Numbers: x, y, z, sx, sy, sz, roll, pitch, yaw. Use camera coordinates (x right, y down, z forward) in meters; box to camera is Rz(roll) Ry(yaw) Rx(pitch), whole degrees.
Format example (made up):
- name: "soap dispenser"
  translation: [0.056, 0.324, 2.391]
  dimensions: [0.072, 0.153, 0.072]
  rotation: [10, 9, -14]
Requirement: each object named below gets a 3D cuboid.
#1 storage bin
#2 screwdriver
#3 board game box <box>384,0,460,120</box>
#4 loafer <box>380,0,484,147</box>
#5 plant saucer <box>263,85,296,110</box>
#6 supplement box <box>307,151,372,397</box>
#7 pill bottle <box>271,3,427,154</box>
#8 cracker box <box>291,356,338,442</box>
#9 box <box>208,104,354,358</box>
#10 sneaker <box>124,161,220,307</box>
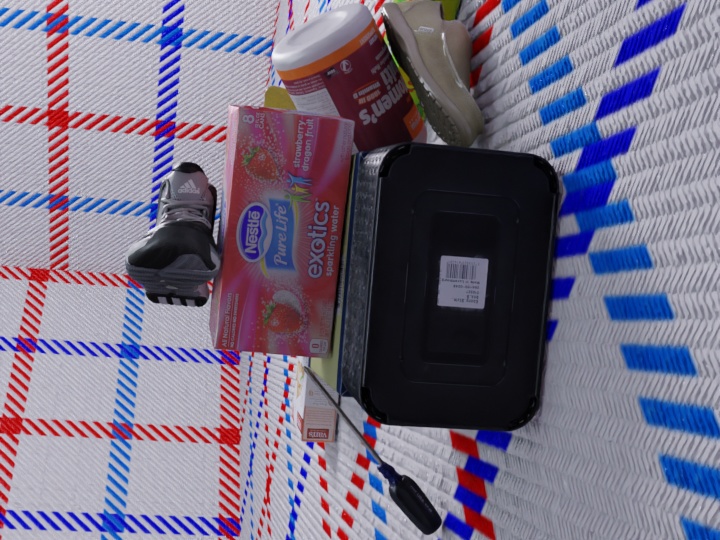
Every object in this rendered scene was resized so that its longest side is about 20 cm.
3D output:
- name: "storage bin"
  translation: [0.064, 0.010, 0.831]
  dimensions: [0.094, 0.134, 0.202]
  rotation: [-152, 66, -79]
- name: "screwdriver"
  translation: [0.006, 0.170, 1.036]
  dimensions: [0.029, 0.200, 0.028]
  rotation: [-45, 8, -19]
- name: "board game box"
  translation: [0.061, -0.259, 1.210]
  dimensions: [0.201, 0.047, 0.102]
  rotation: [106, 164, -49]
- name: "loafer"
  translation: [0.077, -0.196, 1.042]
  dimensions: [0.076, 0.068, 0.201]
  rotation: [67, 180, -52]
- name: "plant saucer"
  translation: [-0.040, -0.122, 1.424]
  dimensions: [0.048, 0.199, 0.202]
  rotation: [5, 89, 46]
- name: "supplement box"
  translation: [0.037, 0.005, 0.989]
  dimensions: [0.200, 0.133, 0.202]
  rotation: [-169, 84, -80]
- name: "pill bottle"
  translation: [0.001, -0.154, 1.114]
  dimensions: [0.201, 0.109, 0.110]
  rotation: [61, -175, -25]
- name: "cracker box"
  translation: [-0.066, 0.151, 1.721]
  dimensions: [0.134, 0.057, 0.202]
  rotation: [-141, 55, -78]
- name: "box"
  translation: [-0.071, -0.036, 0.945]
  dimensions: [0.095, 0.102, 0.202]
  rotation: [-137, 53, -76]
- name: "sneaker"
  translation: [-0.153, -0.043, 0.927]
  dimensions: [0.200, 0.074, 0.117]
  rotation: [131, 144, -73]
